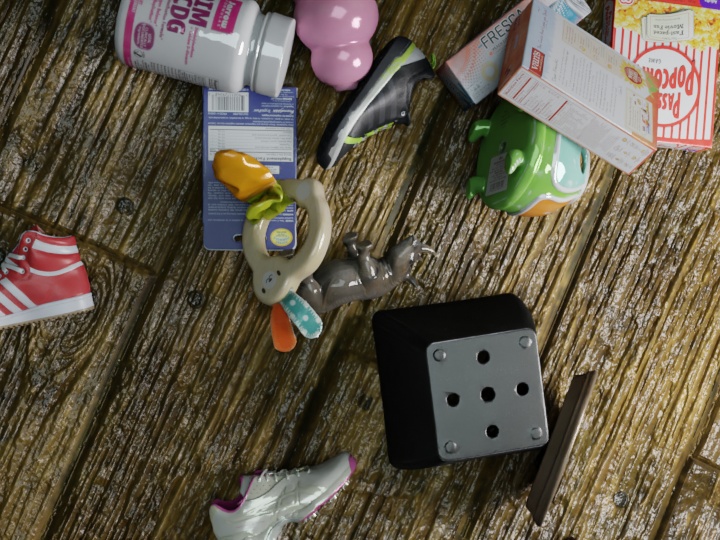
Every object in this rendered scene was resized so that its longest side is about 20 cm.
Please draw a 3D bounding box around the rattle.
[{"bbox_3d":[-0.108,-0.020,1.225,0.128,0.143,0.204,5,78,17],"label":"rattle"}]

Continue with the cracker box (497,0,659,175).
[{"bbox_3d":[0.266,-0.222,1.282,0.198,0.058,0.135,29,48,-14],"label":"cracker box"}]

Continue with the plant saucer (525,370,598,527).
[{"bbox_3d":[0.244,0.214,1.303,0.029,0.200,0.203,20,86,13],"label":"plant saucer"}]

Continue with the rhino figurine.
[{"bbox_3d":[0.000,0.000,1.328,0.196,0.060,0.089,-14,119,-9],"label":"rhino figurine"}]

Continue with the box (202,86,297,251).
[{"bbox_3d":[-0.138,-0.126,1.326,0.119,0.032,0.204,1,89,-8],"label":"box"}]

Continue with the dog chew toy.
[{"bbox_3d":[-0.031,-0.323,1.303,0.122,0.125,0.204,-10,99,-8],"label":"dog chew toy"}]

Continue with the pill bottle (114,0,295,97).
[{"bbox_3d":[-0.183,-0.279,1.270,0.196,0.113,0.116,14,88,-1],"label":"pill bottle"}]

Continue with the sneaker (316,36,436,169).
[{"bbox_3d":[0.026,-0.198,1.330,0.082,0.072,0.201,37,89,-15],"label":"sneaker"}]

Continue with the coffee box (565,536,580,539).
[{"bbox_3d":[0.278,0.463,1.358,0.113,0.080,0.203,-27,93,-8],"label":"coffee box"}]

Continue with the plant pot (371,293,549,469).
[{"bbox_3d":[0.134,0.142,1.292,0.196,0.177,0.204,-7,91,-9],"label":"plant pot"}]

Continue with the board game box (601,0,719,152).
[{"bbox_3d":[0.390,-0.265,1.395,0.148,0.046,0.204,4,89,-8],"label":"board game box"}]

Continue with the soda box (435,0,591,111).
[{"bbox_3d":[0.194,-0.292,1.359,0.199,0.064,0.069,-39,95,-6],"label":"soda box"}]

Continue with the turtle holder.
[{"bbox_3d":[0.215,-0.154,1.339,0.130,0.141,0.188,16,48,-22],"label":"turtle holder"}]

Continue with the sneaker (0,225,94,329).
[{"bbox_3d":[-0.426,0.011,1.265,0.196,0.071,0.115,-11,95,-16],"label":"sneaker"}]

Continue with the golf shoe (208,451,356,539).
[{"bbox_3d":[-0.098,0.275,1.311,0.199,0.075,0.092,-35,91,-8],"label":"golf shoe"}]
